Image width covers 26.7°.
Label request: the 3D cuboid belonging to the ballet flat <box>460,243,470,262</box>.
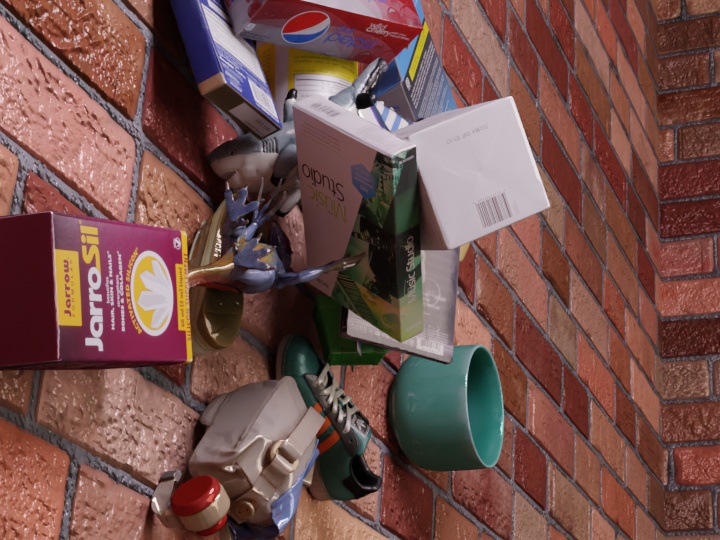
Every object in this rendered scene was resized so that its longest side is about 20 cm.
[{"bbox_3d":[0.101,-0.069,1.766,0.069,0.063,0.200,53,5,-23],"label":"ballet flat"}]

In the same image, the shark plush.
[{"bbox_3d":[-0.052,-0.146,1.480,0.083,0.200,0.091,46,-2,15],"label":"shark plush"}]

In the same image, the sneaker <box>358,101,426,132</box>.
[{"bbox_3d":[0.034,-0.149,1.701,0.146,0.200,0.081,-10,138,-52],"label":"sneaker"}]

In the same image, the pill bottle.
[{"bbox_3d":[-0.056,-0.174,1.579,0.109,0.108,0.202,29,59,-64],"label":"pill bottle"}]

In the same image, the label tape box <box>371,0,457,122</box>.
[{"bbox_3d":[0.059,-0.232,1.939,0.145,0.063,0.201,-72,148,-45],"label":"label tape box"}]

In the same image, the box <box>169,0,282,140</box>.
[{"bbox_3d":[-0.138,-0.232,1.440,0.121,0.032,0.202,35,34,-62],"label":"box"}]

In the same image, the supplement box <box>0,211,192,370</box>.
[{"bbox_3d":[-0.215,0.020,1.170,0.200,0.085,0.112,8,78,-67],"label":"supplement box"}]

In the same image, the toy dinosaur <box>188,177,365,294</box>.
[{"bbox_3d":[-0.104,-0.015,1.371,0.106,0.199,0.182,61,-12,15],"label":"toy dinosaur"}]

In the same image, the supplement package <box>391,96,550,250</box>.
[{"bbox_3d":[0.078,-0.089,1.446,0.110,0.113,0.200,70,-15,-7],"label":"supplement package"}]

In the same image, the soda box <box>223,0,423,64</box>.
[{"bbox_3d":[-0.036,-0.258,1.486,0.199,0.070,0.064,5,56,-42],"label":"soda box"}]

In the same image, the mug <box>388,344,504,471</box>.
[{"bbox_3d":[0.107,0.182,1.887,0.153,0.113,0.186,-75,151,-42],"label":"mug"}]

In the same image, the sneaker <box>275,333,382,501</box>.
[{"bbox_3d":[-0.029,0.153,1.599,0.072,0.079,0.202,-59,138,-56],"label":"sneaker"}]

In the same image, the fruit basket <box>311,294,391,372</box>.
[{"bbox_3d":[0.000,0.000,1.626,0.185,0.093,0.202,109,-13,-78],"label":"fruit basket"}]

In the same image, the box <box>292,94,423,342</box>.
[{"bbox_3d":[-0.001,-0.048,1.411,0.036,0.144,0.202,-27,129,-30],"label":"box"}]

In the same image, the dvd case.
[{"bbox_3d":[0.045,-0.016,1.564,0.148,0.016,0.202,17,72,-38],"label":"dvd case"}]

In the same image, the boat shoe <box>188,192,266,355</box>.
[{"bbox_3d":[-0.138,0.004,1.418,0.073,0.063,0.202,51,30,-33],"label":"boat shoe"}]

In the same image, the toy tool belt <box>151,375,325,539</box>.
[{"bbox_3d":[-0.096,0.197,1.376,0.124,0.124,0.200,64,29,-23],"label":"toy tool belt"}]
